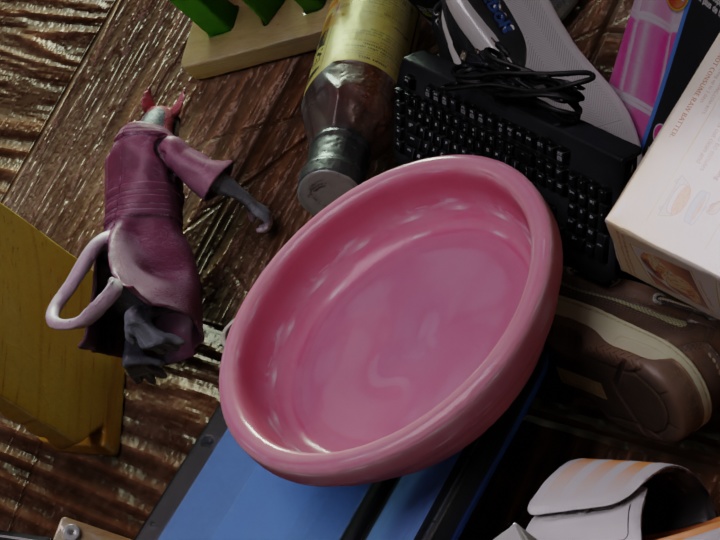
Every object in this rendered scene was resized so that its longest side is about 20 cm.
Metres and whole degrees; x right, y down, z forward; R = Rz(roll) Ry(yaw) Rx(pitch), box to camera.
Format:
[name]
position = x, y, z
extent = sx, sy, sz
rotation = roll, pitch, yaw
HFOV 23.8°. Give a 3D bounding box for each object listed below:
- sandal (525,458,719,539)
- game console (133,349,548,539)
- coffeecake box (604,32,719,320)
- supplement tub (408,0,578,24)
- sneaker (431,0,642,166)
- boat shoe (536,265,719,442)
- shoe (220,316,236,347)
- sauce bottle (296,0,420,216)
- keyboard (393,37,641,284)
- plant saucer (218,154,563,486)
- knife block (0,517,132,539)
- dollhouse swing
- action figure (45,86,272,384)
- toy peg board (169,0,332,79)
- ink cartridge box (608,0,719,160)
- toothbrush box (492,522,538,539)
[sandal]
position = 0.098, 0.125, 0.833
extent = 0.206, 0.079, 0.059
rotation = -18, 82, 32
[game console]
position = -0.018, 0.107, 0.896
extent = 0.200, 0.118, 0.171
rotation = -59, 9, -22
[coffeecake box]
position = 0.240, -0.031, 0.785
extent = 0.200, 0.073, 0.154
rotation = 29, 81, 23
[supplement tub]
position = 0.050, -0.233, 1.046
extent = 0.122, 0.200, 0.123
rotation = -22, 49, 28
[sneaker]
position = 0.102, -0.083, 0.996
extent = 0.073, 0.112, 0.200
rotation = -18, 74, -10
[boat shoe]
position = 0.126, 0.030, 0.906
extent = 0.075, 0.075, 0.202
rotation = -34, 35, -21
[shoe]
position = 0.000, 0.000, 1.031
extent = 0.200, 0.053, 0.070
rotation = -39, 42, 12
[sauce bottle]
position = -0.004, -0.112, 1.075
extent = 0.066, 0.066, 0.200
rotation = -21, 33, 28
[keyboard]
position = 0.069, -0.070, 0.916
extent = 0.200, 0.040, 0.104
rotation = 31, 123, 49
[plant saucer]
position = 0.020, 0.031, 0.881
extent = 0.200, 0.051, 0.201
rotation = -24, 40, 22
[knife block]
position = -0.142, 0.207, 1.011
extent = 0.200, 0.176, 0.064
rotation = 18, 68, -2
[dollhouse swing]
position = -0.287, 0.039, 1.136
extent = 0.176, 0.200, 0.182
rotation = -22, 49, 26
[action figure]
position = -0.150, -0.033, 1.123
extent = 0.134, 0.149, 0.200
rotation = -17, 65, 38
[toy peg board]
position = -0.053, -0.263, 1.231
extent = 0.200, 0.098, 0.200
rotation = -9, 56, 35
[ink cartridge box]
position = 0.188, -0.144, 0.906
extent = 0.095, 0.037, 0.200
rotation = 55, 138, 48
[toothbrush box]
position = 0.044, 0.226, 0.767
extent = 0.200, 0.146, 0.085
rotation = -39, 44, 13
